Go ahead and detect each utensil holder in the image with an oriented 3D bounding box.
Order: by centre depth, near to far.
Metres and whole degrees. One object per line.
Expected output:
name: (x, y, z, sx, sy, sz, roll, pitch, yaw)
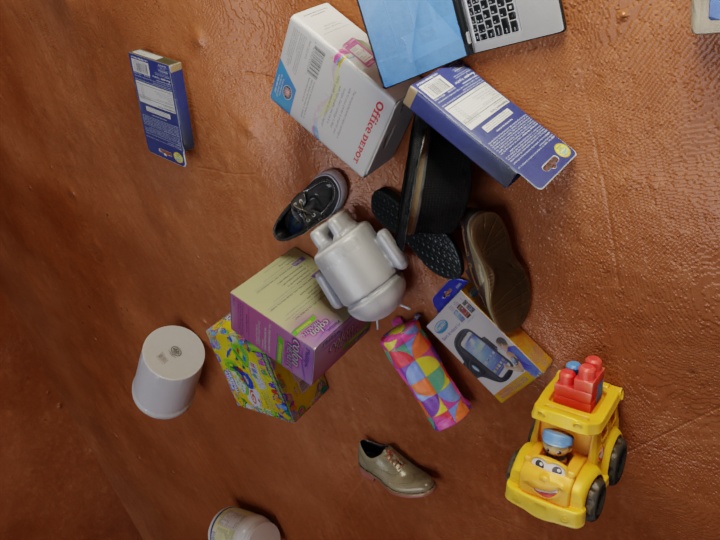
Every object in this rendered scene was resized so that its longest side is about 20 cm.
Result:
utensil holder: (-0.496, 0.262, 1.723, 0.170, 0.170, 0.201, 42, 136, 11)

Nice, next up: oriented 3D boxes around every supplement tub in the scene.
supplement tub: (-0.347, 0.796, 1.985, 0.198, 0.145, 0.147, -4, 116, 44)

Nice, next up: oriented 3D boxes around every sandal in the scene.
sandal: (0.096, -0.067, 1.023, 0.200, 0.048, 0.076, 45, 142, 28)

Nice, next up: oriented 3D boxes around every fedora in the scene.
fedora: (0.104, -0.120, 0.909, 0.090, 0.202, 0.203, 8, 131, 1)

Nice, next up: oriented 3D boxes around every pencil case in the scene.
pencil case: (0.112, 0.177, 1.154, 0.088, 0.088, 0.202, -24, 99, 49)

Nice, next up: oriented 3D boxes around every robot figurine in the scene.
robot figurine: (0.000, 0.000, 1.101, 0.169, 0.113, 0.201, -32, 96, 33)

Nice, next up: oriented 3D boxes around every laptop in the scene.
laptop: (0.105, -0.333, 0.759, 0.198, 0.116, 0.190, 1, 120, 42)

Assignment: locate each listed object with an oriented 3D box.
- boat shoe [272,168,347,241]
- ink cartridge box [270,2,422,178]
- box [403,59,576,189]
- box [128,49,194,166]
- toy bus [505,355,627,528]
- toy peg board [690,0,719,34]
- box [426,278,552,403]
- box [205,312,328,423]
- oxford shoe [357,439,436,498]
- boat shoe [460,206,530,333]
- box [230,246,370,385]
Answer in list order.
boat shoe: (-0.096, -0.105, 1.151, 0.070, 0.066, 0.199, 55, 140, -5)
ink cartridge box: (-0.021, -0.257, 0.956, 0.200, 0.084, 0.145, 43, 139, 12)
box: (0.161, -0.175, 0.817, 0.199, 0.121, 0.033, 41, 138, 12)
box: (-0.380, -0.312, 1.282, 0.120, 0.032, 0.203, 25, 131, 29)
toy bus: (0.295, 0.224, 0.933, 0.134, 0.199, 0.195, 15, 120, 34)
toy peg board: (0.373, -0.298, 0.547, 0.197, 0.098, 0.203, 10, 125, 38)
box: (0.193, 0.107, 1.057, 0.200, 0.041, 0.119, 44, 139, 7)
box: (-0.200, 0.193, 1.423, 0.190, 0.122, 0.203, 5, 123, 40)
oxford shoe: (0.068, 0.408, 1.372, 0.198, 0.070, 0.076, 8, 119, 38)
boat shoe: (0.190, -0.002, 0.970, 0.202, 0.072, 0.072, 64, 169, -26)
box: (-0.106, 0.077, 1.210, 0.198, 0.176, 0.098, 29, 135, 23)
